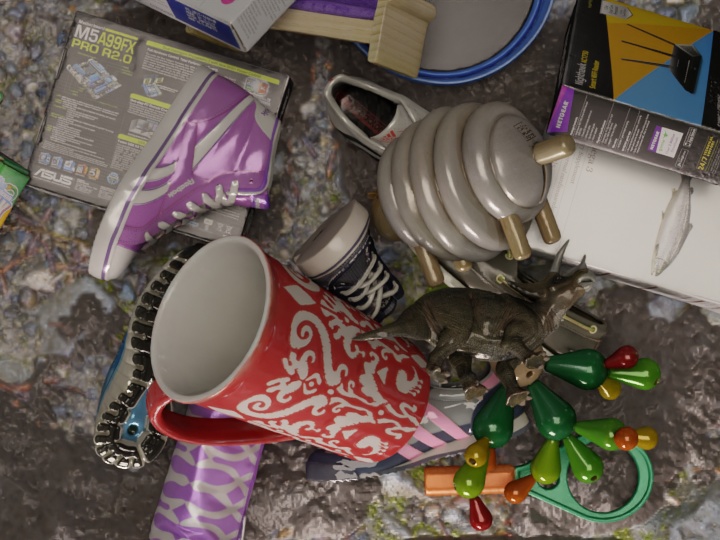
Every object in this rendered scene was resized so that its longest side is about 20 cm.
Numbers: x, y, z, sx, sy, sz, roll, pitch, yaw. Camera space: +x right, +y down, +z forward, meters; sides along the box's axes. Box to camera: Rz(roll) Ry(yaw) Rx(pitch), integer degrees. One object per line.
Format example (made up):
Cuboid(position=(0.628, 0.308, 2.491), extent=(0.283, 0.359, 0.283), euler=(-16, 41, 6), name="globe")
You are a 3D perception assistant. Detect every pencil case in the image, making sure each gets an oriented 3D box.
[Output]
Cuboid(position=(-0.116, 0.155, 1.319), extent=(0.085, 0.084, 0.201), euler=(15, 88, 11), name="pencil case")

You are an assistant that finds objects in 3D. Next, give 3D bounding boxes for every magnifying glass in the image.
Cuboid(position=(0.155, 0.181, 1.346), extent=(0.198, 0.022, 0.080), euler=(-2, 88, 0), name="magnifying glass")

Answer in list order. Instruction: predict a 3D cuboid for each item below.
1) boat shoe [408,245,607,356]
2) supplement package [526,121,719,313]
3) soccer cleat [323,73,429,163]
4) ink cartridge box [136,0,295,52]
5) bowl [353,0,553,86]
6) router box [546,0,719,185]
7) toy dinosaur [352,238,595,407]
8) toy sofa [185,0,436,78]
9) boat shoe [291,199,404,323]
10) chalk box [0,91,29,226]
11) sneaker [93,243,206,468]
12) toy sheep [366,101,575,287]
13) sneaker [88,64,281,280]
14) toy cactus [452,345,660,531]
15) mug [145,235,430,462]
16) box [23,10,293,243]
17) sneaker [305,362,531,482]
Cuboid(position=(0.121, 0.010, 1.324), extent=(0.201, 0.072, 0.060), euler=(39, 100, -4), name="boat shoe")
Cuboid(position=(0.239, -0.046, 1.301), extent=(0.199, 0.117, 0.118), euler=(16, 89, 2), name="supplement package")
Cuboid(position=(0.050, -0.103, 1.312), extent=(0.200, 0.085, 0.069), euler=(37, 91, 13), name="soccer cleat")
Cuboid(position=(-0.103, -0.290, 1.284), extent=(0.196, 0.043, 0.200), euler=(28, 70, 35), name="ink cartridge box")
Cuboid(position=(0.072, -0.260, 1.353), extent=(0.199, 0.039, 0.202), euler=(0, 88, 2), name="bowl")
Cuboid(position=(0.237, -0.153, 1.270), extent=(0.148, 0.200, 0.051), euler=(16, 123, 2), name="router box")
Cuboid(position=(0.090, 0.048, 1.217), extent=(0.198, 0.077, 0.103), euler=(-7, 47, -4), name="toy dinosaur")
Cuboid(position=(-0.041, -0.227, 1.295), extent=(0.199, 0.083, 0.098), euler=(13, 93, 28), name="toy sofa")
Cuboid(position=(0.000, 0.000, 1.270), extent=(0.093, 0.200, 0.075), euler=(43, 89, -5), name="boat shoe")
Cuboid(position=(-0.377, -0.077, 1.299), extent=(0.124, 0.124, 0.201), euler=(29, 90, 26), name="chalk box")
Cuboid(position=(-0.180, 0.064, 1.319), extent=(0.078, 0.090, 0.201), euler=(26, 97, -24), name="sneaker")
Cuboid(position=(0.088, -0.067, 1.217), extent=(0.199, 0.138, 0.139), euler=(-19, 87, 35), name="toy sheep")
Cuboid(position=(-0.140, -0.060, 1.293), extent=(0.114, 0.073, 0.201), euler=(33, 90, -1), name="sneaker")
Cuboid(position=(0.145, 0.107, 1.265), extent=(0.199, 0.102, 0.166), euler=(-32, 89, 5), name="toy cactus")
Cuboid(position=(-0.063, 0.074, 1.233), extent=(0.177, 0.199, 0.134), euler=(-13, 60, 43), name="mug")
Cuboid(position=(-0.176, -0.121, 1.352), extent=(0.199, 0.044, 0.161), euler=(16, 88, 2), name="box")
Cuboid(position=(0.042, 0.125, 1.325), extent=(0.199, 0.070, 0.083), euler=(-16, 94, -8), name="sneaker")
